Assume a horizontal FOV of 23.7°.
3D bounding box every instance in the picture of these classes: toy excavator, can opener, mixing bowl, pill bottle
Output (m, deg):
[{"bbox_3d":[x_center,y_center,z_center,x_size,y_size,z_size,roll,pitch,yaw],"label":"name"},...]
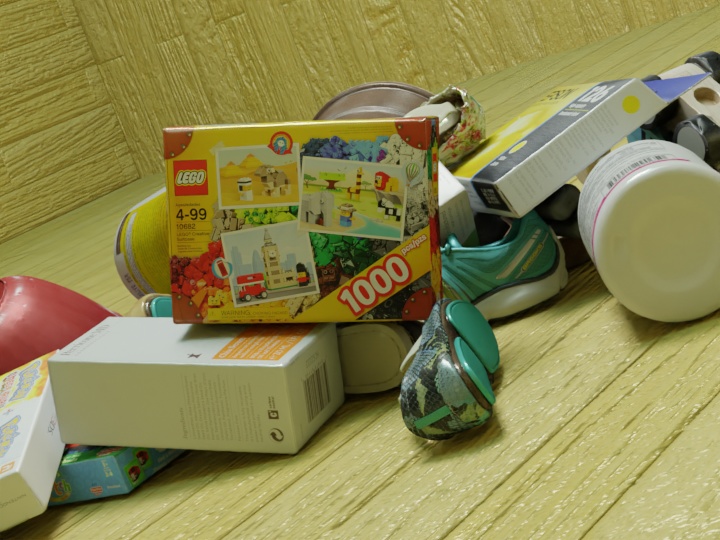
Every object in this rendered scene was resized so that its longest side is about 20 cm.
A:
[{"bbox_3d":[0.288,-0.118,1.661,0.100,0.201,0.195,-25,55,-29],"label":"toy excavator"},{"bbox_3d":[0.146,-0.044,1.490,0.067,0.053,0.200,-57,17,-10],"label":"can opener"},{"bbox_3d":[-0.317,0.078,1.538,0.200,0.108,0.201,-31,29,19],"label":"mixing bowl"},{"bbox_3d":[0.220,-0.036,1.274,0.113,0.114,0.200,-19,9,6],"label":"pill bottle"},{"bbox_3d":[-0.129,-0.034,1.502,0.109,0.110,0.200,-27,3,-35],"label":"pill bottle"}]

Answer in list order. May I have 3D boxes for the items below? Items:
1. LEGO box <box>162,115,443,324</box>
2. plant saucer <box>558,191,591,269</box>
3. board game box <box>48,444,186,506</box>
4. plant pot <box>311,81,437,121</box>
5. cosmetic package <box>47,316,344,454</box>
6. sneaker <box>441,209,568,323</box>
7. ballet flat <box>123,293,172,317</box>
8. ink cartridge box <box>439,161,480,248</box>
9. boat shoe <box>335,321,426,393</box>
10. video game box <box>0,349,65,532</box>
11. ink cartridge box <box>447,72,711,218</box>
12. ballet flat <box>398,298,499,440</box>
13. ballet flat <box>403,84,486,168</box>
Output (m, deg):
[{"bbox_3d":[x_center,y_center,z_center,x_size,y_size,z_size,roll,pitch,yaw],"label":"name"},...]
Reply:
[{"bbox_3d":[-0.040,-0.038,1.295,0.199,0.150,0.077,-2,5,11],"label":"LEGO box"},{"bbox_3d":[0.172,-0.028,1.562,0.200,0.037,0.200,-20,9,3],"label":"plant saucer"},{"bbox_3d":[-0.189,0.134,1.405,0.151,0.037,0.200,-14,11,34],"label":"board game box"},{"bbox_3d":[0.004,-0.052,1.629,0.199,0.201,0.198,-16,19,25],"label":"plant pot"},{"bbox_3d":[-0.124,0.084,1.302,0.199,0.072,0.101,-1,18,21],"label":"cosmetic package"},{"bbox_3d":[0.070,0.012,1.412,0.199,0.080,0.078,-24,10,-5],"label":"sneaker"},{"bbox_3d":[-0.134,0.056,1.489,0.063,0.069,0.200,-32,-28,31],"label":"ballet flat"},{"bbox_3d":[0.000,0.000,1.442,0.200,0.117,0.067,-33,54,-10],"label":"ink cartridge box"},{"bbox_3d":[-0.030,0.063,1.362,0.199,0.072,0.059,-4,8,37],"label":"boat shoe"},{"bbox_3d":[-0.317,0.157,1.344,0.181,0.047,0.200,-23,22,9],"label":"video game box"},{"bbox_3d":[0.172,-0.120,1.447,0.200,0.047,0.198,-38,10,-7],"label":"ink cartridge box"},{"bbox_3d":[0.056,0.069,1.191,0.074,0.075,0.200,-19,6,9],"label":"ballet flat"},{"bbox_3d":[0.022,-0.096,1.482,0.200,0.076,0.064,-38,-30,-11],"label":"ballet flat"}]
